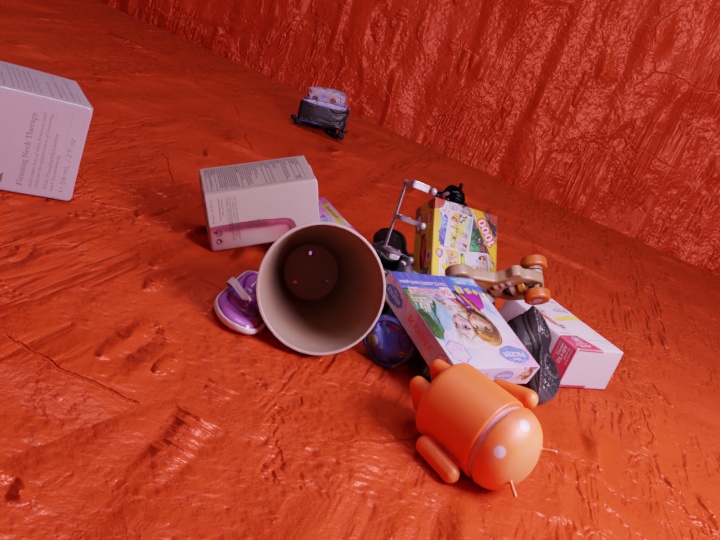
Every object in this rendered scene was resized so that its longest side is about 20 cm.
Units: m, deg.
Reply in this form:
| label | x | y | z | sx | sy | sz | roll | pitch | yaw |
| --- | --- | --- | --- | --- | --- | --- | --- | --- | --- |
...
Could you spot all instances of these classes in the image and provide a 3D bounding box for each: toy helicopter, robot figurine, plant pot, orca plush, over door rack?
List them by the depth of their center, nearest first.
| label | x | y | z | sx | sy | sz | roll | pitch | yaw |
| --- | --- | --- | --- | --- | --- | --- | --- | --- | --- |
| robot figurine | 0.151 | 0.196 | 1.010 | 0.143 | 0.118 | 0.199 | 1 | 28 | -47 |
| plant pot | -0.069 | 0.015 | 1.208 | 0.185 | 0.190 | 0.200 | 18 | 3 | -10 |
| toy helicopter | 0.231 | 0.021 | 1.400 | 0.197 | 0.132 | 0.080 | 11 | 64 | -25 |
| over door rack | 0.093 | -0.088 | 1.456 | 0.066 | 0.150 | 0.200 | 17 | 7 | -3 |
| orca plush | 0.288 | -0.241 | 2.438 | 0.104 | 0.072 | 0.200 | 25 | 19 | 10 |

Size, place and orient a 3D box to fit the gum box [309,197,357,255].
| label | x | y | z | sx | sy | sz | roll | pitch | yaw |
| --- | --- | --- | --- | --- | --- | --- | --- | --- | --- |
| gum box | -0.087 | -0.067 | 1.486 | 0.112 | 0.067 | 0.200 | -12 | 33 | -23 |

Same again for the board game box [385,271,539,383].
| label | x | y | z | sx | sy | sz | roll | pitch | yaw |
| --- | --- | --- | --- | --- | --- | --- | --- | --- | --- |
| board game box | 0.152 | 0.088 | 1.215 | 0.198 | 0.041 | 0.200 | 4 | 41 | -42 |

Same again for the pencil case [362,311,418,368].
| label | x | y | z | sx | sy | sz | roll | pitch | yaw |
| --- | --- | --- | --- | --- | --- | --- | --- | --- | --- |
| pencil case | 0.080 | 0.095 | 1.265 | 0.086 | 0.079 | 0.199 | -2 | 8 | 27 |

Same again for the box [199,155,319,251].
| label | x | y | z | sx | sy | sz | roll | pitch | yaw |
| --- | --- | --- | --- | --- | --- | --- | --- | --- | --- |
| box | -0.180 | -0.122 | 1.405 | 0.197 | 0.111 | 0.128 | -9 | 29 | -12 |

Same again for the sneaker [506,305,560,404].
| label | x | y | z | sx | sy | sz | roll | pitch | yaw |
| --- | --- | --- | --- | --- | --- | --- | --- | --- | --- |
| sneaker | 0.288 | 0.154 | 1.363 | 0.076 | 0.090 | 0.201 | 50 | 27 | -29 |

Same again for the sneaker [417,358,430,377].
| label | x | y | z | sx | sy | sz | roll | pitch | yaw |
| --- | --- | --- | --- | --- | --- | --- | --- | --- | --- |
| sneaker | 0.162 | 0.142 | 1.269 | 0.095 | 0.080 | 0.200 | 37 | 29 | 10 |

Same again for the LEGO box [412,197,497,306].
| label | x | y | z | sx | sy | sz | roll | pitch | yaw |
| --- | --- | --- | --- | --- | --- | --- | --- | --- | --- |
| LEGO box | 0.180 | -0.018 | 1.511 | 0.147 | 0.203 | 0.077 | 13 | -21 | -24 |

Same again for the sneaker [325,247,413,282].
| label | x | y | z | sx | sy | sz | roll | pitch | yaw |
| --- | --- | --- | --- | --- | --- | --- | --- | --- | --- |
| sneaker | 0.000 | 0.000 | 1.346 | 0.196 | 0.092 | 0.067 | 3 | 29 | 11 |

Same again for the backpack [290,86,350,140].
| label | x | y | z | sx | sy | sz | roll | pitch | yaw |
| --- | --- | --- | --- | --- | --- | --- | --- | --- | --- |
| backpack | -0.124 | -0.551 | 2.717 | 0.197 | 0.156 | 0.191 | 18 | 8 | -3 |

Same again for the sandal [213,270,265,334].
| label | x | y | z | sx | sy | sz | roll | pitch | yaw |
| --- | --- | --- | --- | --- | --- | --- | --- | --- | --- |
| sandal | -0.172 | 0.033 | 1.195 | 0.081 | 0.050 | 0.203 | 20 | 19 | -7 |

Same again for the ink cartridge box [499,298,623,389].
| label | x | y | z | sx | sy | sz | roll | pitch | yaw |
| --- | --- | --- | --- | --- | --- | --- | --- | --- | --- |
| ink cartridge box | 0.367 | 0.131 | 1.490 | 0.144 | 0.084 | 0.200 | 7 | 24 | -37 |

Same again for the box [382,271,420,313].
| label | x | y | z | sx | sy | sz | roll | pitch | yaw |
| --- | --- | --- | --- | --- | --- | --- | --- | --- | --- |
| box | 0.081 | 0.045 | 1.402 | 0.198 | 0.083 | 0.049 | 26 | 18 | 10 |

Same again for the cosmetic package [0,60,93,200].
| label | x | y | z | sx | sy | sz | roll | pitch | yaw |
| --- | --- | --- | --- | --- | --- | --- | --- | --- | --- |
| cosmetic package | -0.569 | -0.235 | 1.293 | 0.198 | 0.169 | 0.166 | 8 | 23 | -34 |

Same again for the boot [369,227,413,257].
| label | x | y | z | sx | sy | sz | roll | pitch | yaw |
| --- | --- | --- | --- | --- | --- | --- | --- | --- | --- |
| boot | 0.017 | -0.045 | 1.596 | 0.172 | 0.070 | 0.200 | 12 | 23 | -29 |
